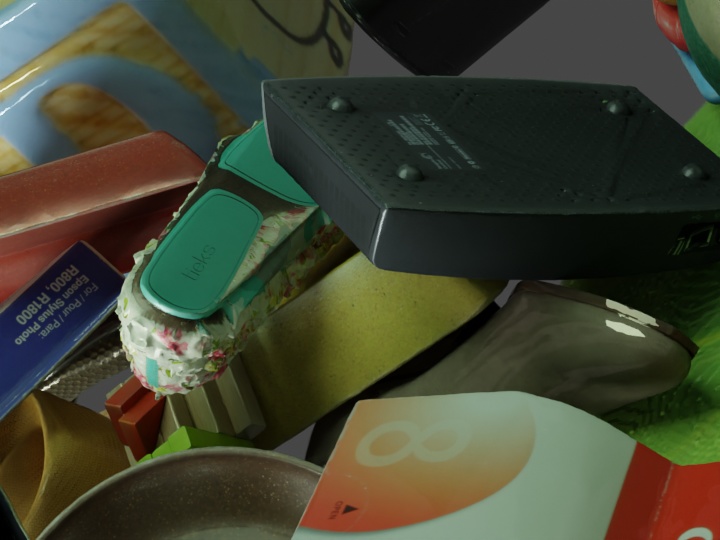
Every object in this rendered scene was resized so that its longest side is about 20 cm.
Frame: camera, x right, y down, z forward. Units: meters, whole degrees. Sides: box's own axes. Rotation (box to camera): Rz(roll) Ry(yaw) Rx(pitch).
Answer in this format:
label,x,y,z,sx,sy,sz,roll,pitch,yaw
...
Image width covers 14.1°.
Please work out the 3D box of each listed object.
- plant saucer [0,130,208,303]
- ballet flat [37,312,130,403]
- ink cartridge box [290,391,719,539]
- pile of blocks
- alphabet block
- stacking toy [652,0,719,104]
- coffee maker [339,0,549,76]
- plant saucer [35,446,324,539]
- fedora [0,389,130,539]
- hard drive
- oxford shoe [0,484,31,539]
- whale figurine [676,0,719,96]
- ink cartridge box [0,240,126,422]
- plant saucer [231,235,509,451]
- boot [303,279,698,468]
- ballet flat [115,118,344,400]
label,x,y,z,sx,sy,sz,roll,pitch,yaw
plant saucer,-0.159,-0.022,1.502,0.199,0.037,0.200,-17,-9,4
ballet flat,-0.123,0.040,1.565,0.199,0.046,0.068,-32,19,30
ink cartridge box,0.070,0.106,1.118,0.199,0.050,0.162,-8,30,24
pile of blocks,-0.083,0.128,1.281,0.082,0.062,0.202,-12,72,38
alphabet block,-0.133,-0.132,1.641,0.196,0.195,0.201,-28,34,25
stacking toy,0.142,-0.187,1.336,0.110,0.200,0.116,-39,28,12
coffee maker,0.077,-0.194,1.503,0.200,0.135,0.193,-37,30,16
plant saucer,-0.059,0.175,1.216,0.199,0.037,0.202,-2,69,6
fedora,-0.157,0.124,1.451,0.200,0.082,0.201,-32,31,22
hard drive,0.065,-0.042,1.270,0.135,0.199,0.043,46,130,49
oxford shoe,-0.159,0.171,1.264,0.201,0.070,0.075,63,150,22
whale figurine,0.218,-0.142,1.274,0.201,0.158,0.104,-56,-10,-27
ink cartridge box,-0.207,0.069,1.453,0.196,0.043,0.200,-46,5,-28
plant saucer,0.000,0.000,1.372,0.200,0.049,0.200,-35,13,29
boot,0.048,0.079,1.263,0.147,0.070,0.200,-58,26,-16
ballet flat,-0.050,-0.014,1.311,0.200,0.075,0.064,-45,-22,-43
